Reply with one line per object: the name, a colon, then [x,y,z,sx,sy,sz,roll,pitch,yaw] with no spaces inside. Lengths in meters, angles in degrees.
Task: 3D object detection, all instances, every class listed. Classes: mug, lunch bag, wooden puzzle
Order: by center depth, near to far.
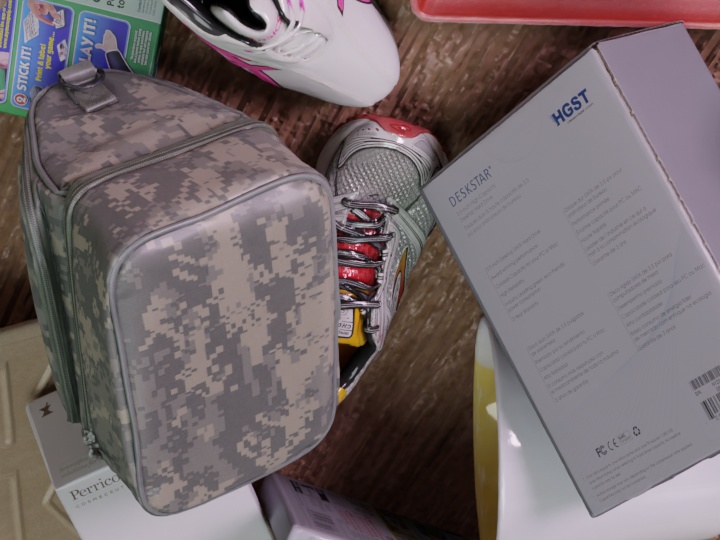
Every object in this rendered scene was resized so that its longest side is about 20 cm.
lunch bag: [-0.107,0.006,1.013,0.139,0.168,0.201,-23,132,-23]
mug: [0.146,0.096,1.116,0.152,0.187,0.150,-2,96,-2]
wooden puzzle: [-0.210,0.104,1.163,0.199,0.046,0.186,-13,127,-21]

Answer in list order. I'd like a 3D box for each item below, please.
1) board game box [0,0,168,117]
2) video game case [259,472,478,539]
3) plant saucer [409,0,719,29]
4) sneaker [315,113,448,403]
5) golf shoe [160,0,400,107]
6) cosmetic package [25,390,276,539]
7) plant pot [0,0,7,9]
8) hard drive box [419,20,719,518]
board game box: [-0.164,-0.167,0.996,0.134,0.029,0.201,14,128,-3]
video game case: [0.032,0.173,1.146,0.181,0.200,0.023,19,90,-7]
plant saucer: [0.123,-0.213,0.918,0.199,0.037,0.200,2,128,5]
sneaker: [0.000,0.000,1.071,0.077,0.082,0.201,14,128,-3]
golf shoe: [-0.052,-0.130,0.953,0.073,0.092,0.200,-42,129,20]
cosmetic package: [-0.115,0.150,1.161,0.107,0.085,0.200,-25,132,-5]
plant pot: [-0.288,-0.145,0.899,0.186,0.200,0.188,11,126,16]
hard drive box: [0.140,0.001,0.967,0.156,0.077,0.201,-38,76,47]
